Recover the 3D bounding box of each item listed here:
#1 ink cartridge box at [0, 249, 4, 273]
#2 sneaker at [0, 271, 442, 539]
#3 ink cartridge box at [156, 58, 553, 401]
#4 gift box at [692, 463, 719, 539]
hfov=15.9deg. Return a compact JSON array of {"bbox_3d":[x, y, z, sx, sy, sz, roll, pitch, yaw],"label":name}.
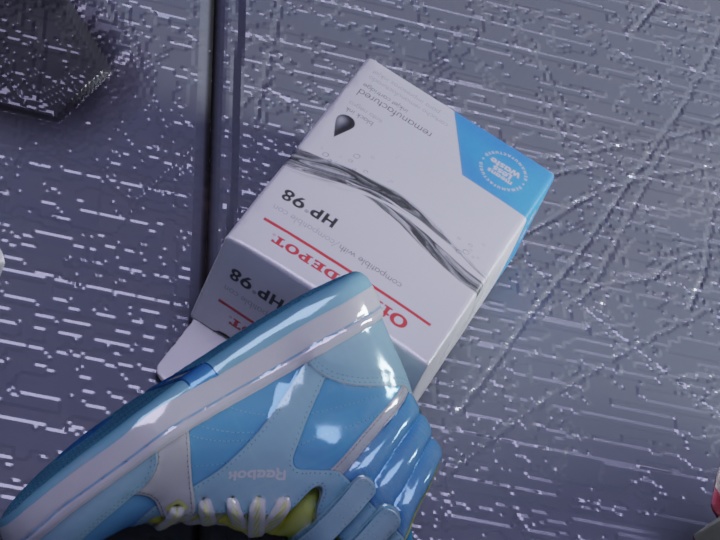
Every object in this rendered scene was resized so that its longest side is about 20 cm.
[{"bbox_3d":[-0.279,-0.012,1.118,0.199,0.085,0.146,-15,59,-32],"label":"ink cartridge box"},{"bbox_3d":[-0.049,0.102,1.131,0.199,0.079,0.131,-32,95,-15],"label":"sneaker"},{"bbox_3d":[0.000,0.000,1.245,0.115,0.067,0.200,32,46,4],"label":"ink cartridge box"},{"bbox_3d":[0.278,0.120,1.180,0.184,0.187,0.201,-22,78,-34],"label":"gift box"}]
